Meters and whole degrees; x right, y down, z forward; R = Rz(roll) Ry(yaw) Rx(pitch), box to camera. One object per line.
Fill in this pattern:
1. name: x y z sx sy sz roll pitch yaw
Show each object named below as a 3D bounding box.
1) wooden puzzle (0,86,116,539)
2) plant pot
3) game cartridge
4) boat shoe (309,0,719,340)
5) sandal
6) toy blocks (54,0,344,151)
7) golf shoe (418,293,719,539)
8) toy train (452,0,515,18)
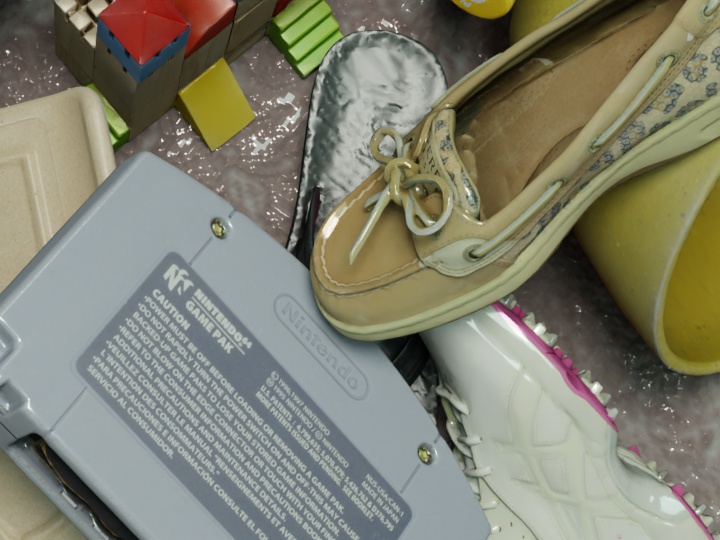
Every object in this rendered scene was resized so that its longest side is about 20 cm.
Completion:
1. wooden puzzle: -0.170 0.042 0.811 0.199 0.046 0.187 -15 80 12
2. plant pot: 0.142 -0.079 0.836 0.200 0.200 0.142 -40 60 -12
3. game cartridge: -0.044 0.061 0.757 0.200 0.041 0.133 48 46 -12
4. boat shoe: 0.054 -0.048 0.731 0.200 0.063 0.074 -37 54 17
5. sandal: -0.001 -0.001 0.856 0.075 0.048 0.202 3 85 -7
6. toy blocks: -0.047 -0.130 0.827 0.200 0.137 0.100 -40 88 -13
7. golf shoe: 0.066 0.080 0.829 0.091 0.075 0.200 -40 105 -1
8. toy train: 0.069 -0.175 0.837 0.055 0.200 0.151 34 101 -6
